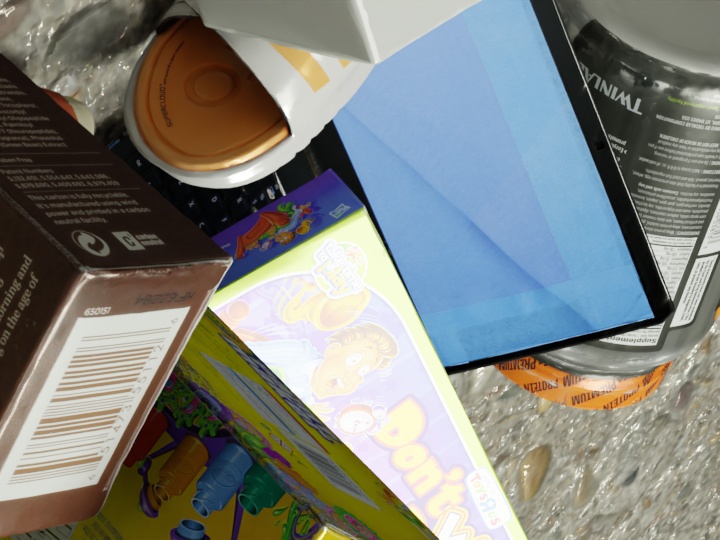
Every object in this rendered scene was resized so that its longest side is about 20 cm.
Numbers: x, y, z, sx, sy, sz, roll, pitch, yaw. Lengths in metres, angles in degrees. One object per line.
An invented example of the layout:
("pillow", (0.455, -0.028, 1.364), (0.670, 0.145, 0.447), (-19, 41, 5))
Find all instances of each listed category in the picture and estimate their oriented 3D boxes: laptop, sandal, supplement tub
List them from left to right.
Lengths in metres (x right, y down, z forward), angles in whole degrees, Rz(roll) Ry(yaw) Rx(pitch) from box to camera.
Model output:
("sandal", (-0.014, -0.119, 1.083), (0.207, 0.079, 0.059), (-47, 152, -23))
("laptop", (0.000, 0.000, 1.137), (0.200, 0.103, 0.178), (-41, 122, -29))
("supplement tub", (0.120, -0.042, 1.310), (0.122, 0.122, 0.200), (-23, 143, -40))

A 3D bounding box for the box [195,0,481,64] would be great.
("box", (-0.007, -0.183, 0.898), (0.124, 0.097, 0.201), (-33, 119, -28))

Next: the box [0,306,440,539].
("box", (-0.092, 0.116, 0.966), (0.193, 0.200, 0.122), (-51, 140, 5))

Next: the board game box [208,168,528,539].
("board game box", (-0.023, 0.080, 1.130), (0.134, 0.045, 0.200), (-30, 117, -5))

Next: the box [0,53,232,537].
("box", (-0.143, -0.019, 0.883), (0.075, 0.200, 0.100), (-5, 130, -55))

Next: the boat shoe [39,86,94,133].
("boat shoe", (-0.160, 0.020, 1.050), (0.063, 0.071, 0.200), (4, 118, -60))
